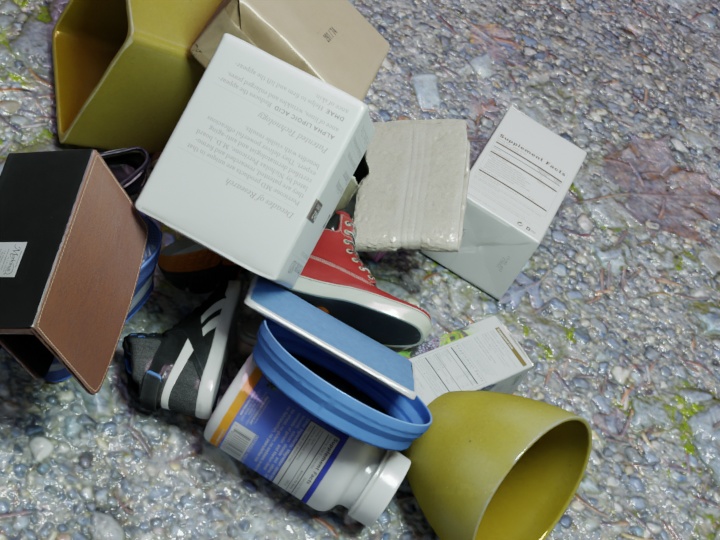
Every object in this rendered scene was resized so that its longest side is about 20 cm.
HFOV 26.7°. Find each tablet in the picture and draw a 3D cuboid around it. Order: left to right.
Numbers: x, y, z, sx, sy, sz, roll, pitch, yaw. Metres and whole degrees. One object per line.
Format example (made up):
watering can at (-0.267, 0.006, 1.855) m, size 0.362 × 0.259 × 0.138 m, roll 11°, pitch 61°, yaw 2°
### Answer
tablet at (-0.030, 0.069, 1.582) m, size 0.200 × 0.014 × 0.130 m, roll 29°, pitch 10°, yaw -5°

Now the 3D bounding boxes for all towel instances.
towel at (0.060, -0.100, 1.793) m, size 0.132 × 0.034 × 0.200 m, roll 0°, pitch 52°, yaw 12°

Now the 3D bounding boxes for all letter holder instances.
letter holder at (-0.293, 0.006, 1.456) m, size 0.100 × 0.142 × 0.200 m, roll -1°, pitch 57°, yaw 22°

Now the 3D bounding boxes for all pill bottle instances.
pill bottle at (-0.052, 0.178, 1.572) m, size 0.200 × 0.112 × 0.112 m, roll 32°, pitch 46°, yaw 1°

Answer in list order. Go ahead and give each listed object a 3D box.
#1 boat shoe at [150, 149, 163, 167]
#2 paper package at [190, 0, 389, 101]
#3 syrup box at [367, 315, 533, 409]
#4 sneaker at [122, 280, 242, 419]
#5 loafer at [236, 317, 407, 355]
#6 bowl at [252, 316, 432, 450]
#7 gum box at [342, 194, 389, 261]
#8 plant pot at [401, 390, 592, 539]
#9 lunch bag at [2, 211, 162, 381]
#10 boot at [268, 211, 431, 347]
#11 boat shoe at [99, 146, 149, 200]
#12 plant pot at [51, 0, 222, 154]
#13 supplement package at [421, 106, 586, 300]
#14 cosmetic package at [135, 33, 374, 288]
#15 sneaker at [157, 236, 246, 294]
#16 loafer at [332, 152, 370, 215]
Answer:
boat shoe at (-0.143, -0.122, 1.792) m, size 0.202 × 0.075 × 0.075 m, roll -10°, pitch 91°, yaw -2°
paper package at (-0.078, -0.255, 1.742) m, size 0.191 × 0.103 × 0.200 m, roll 45°, pitch 32°, yaw -14°
syrup box at (0.090, 0.128, 1.709) m, size 0.200 × 0.079 × 0.081 m, roll -20°, pitch 63°, yaw -37°
sneaker at (-0.194, 0.070, 1.623) m, size 0.112 × 0.073 × 0.200 m, roll 11°, pitch 37°, yaw 0°
loafer at (-0.044, 0.094, 1.685) m, size 0.200 × 0.063 × 0.072 m, roll 2°, pitch 28°, yaw -21°
bowl at (-0.021, 0.115, 1.537) m, size 0.201 × 0.039 × 0.201 m, roll 31°, pitch 9°, yaw -6°
gum box at (-0.006, -0.119, 1.878) m, size 0.200 × 0.066 × 0.113 m, roll 44°, pitch 49°, yaw 12°
plant pot at (0.128, 0.206, 1.605) m, size 0.142 × 0.200 × 0.200 m, roll 32°, pitch 42°, yaw 31°
lunch bag at (-0.301, 0.005, 1.577) m, size 0.136 × 0.132 × 0.200 m, roll 39°, pitch 59°, yaw 8°
boot at (0.000, 0.000, 1.685) m, size 0.200 × 0.072 × 0.144 m, roll 18°, pitch 52°, yaw 12°
boat shoe at (-0.322, -0.091, 1.700) m, size 0.200 × 0.062 × 0.075 m, roll -18°, pitch 64°, yaw -36°
plant pot at (-0.232, -0.255, 1.802) m, size 0.200 × 0.196 × 0.194 m, roll 14°, pitch 47°, yaw -31°
supplement package at (0.181, -0.087, 1.906) m, size 0.120 × 0.121 × 0.200 m, roll 32°, pitch 45°, yaw 2°
cosmetic package at (-0.104, -0.107, 1.565) m, size 0.165 × 0.165 × 0.200 m, roll 27°, pitch 89°, yaw 5°
sneaker at (-0.160, -0.037, 1.738) m, size 0.200 × 0.076 × 0.092 m, roll -15°, pitch 53°, yaw -44°
loafer at (-0.016, -0.118, 1.729) m, size 0.075 × 0.070 × 0.200 m, roll 54°, pitch 21°, yaw -19°
